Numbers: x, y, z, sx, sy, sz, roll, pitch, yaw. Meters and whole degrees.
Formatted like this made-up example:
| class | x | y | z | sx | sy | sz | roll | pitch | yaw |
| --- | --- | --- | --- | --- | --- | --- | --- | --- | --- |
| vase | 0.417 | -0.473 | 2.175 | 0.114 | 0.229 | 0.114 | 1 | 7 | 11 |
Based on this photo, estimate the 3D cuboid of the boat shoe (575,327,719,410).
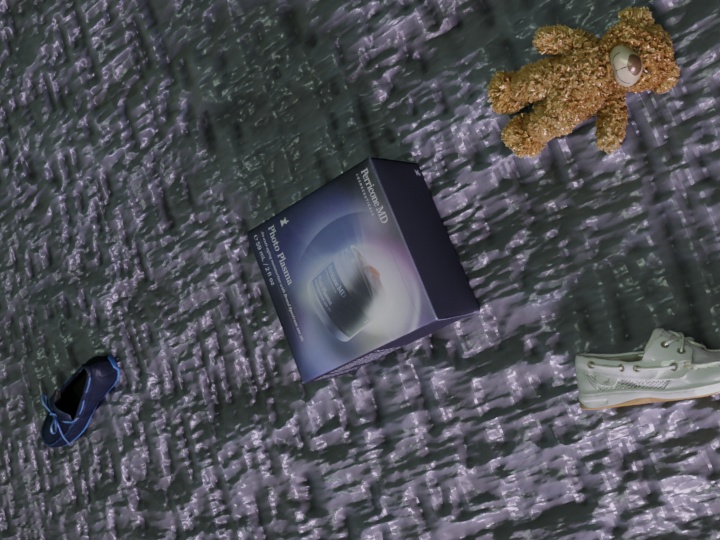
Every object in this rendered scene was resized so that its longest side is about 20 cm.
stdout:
| class | x | y | z | sx | sy | sz | roll | pitch | yaw |
| --- | --- | --- | --- | --- | --- | --- | --- | --- | --- |
| boat shoe | 0.305 | 0.091 | 0.867 | 0.200 | 0.071 | 0.070 | -16 | 86 | 33 |

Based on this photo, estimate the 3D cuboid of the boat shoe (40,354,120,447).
| class | x | y | z | sx | sy | sz | roll | pitch | yaw |
| --- | --- | --- | --- | --- | --- | --- | --- | --- | --- |
| boat shoe | -0.451 | 0.199 | 1.345 | 0.084 | 0.069 | 0.200 | 45 | 114 | 22 |

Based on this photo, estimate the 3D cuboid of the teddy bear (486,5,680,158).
| class | x | y | z | sx | sy | sz | roll | pitch | yaw |
| --- | --- | --- | --- | --- | --- | --- | --- | --- | --- |
| teddy bear | 0.224 | -0.192 | 0.908 | 0.199 | 0.067 | 0.146 | -1 | 94 | 33 |

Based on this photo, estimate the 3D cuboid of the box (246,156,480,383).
| class | x | y | z | sx | sy | sz | roll | pitch | yaw |
| --- | --- | --- | --- | --- | --- | --- | --- | --- | --- |
| box | 0.000 | 0.000 | 1.025 | 0.198 | 0.123 | 0.201 | -29 | 78 | 28 |
